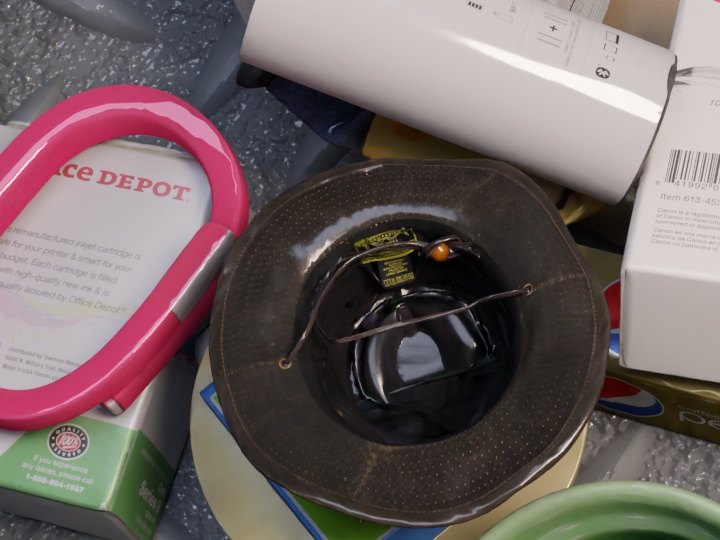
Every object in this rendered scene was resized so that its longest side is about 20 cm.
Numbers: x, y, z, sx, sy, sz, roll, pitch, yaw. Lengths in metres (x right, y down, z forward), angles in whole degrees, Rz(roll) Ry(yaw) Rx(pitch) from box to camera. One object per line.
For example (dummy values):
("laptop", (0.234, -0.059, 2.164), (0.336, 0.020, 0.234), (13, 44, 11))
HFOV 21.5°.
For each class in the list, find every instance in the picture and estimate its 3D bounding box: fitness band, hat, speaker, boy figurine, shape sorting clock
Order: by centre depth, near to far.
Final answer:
("hat", (0.024, 0.044, 0.882), (0.199, 0.081, 0.202), (-5, 54, 7))
("speaker", (0.045, -0.103, 0.904), (0.199, 0.081, 0.082), (21, 71, -2))
("shape sorting clock", (0.014, 0.069, 0.938), (0.198, 0.039, 0.201), (-5, 62, 10))
("boy figurine", (0.035, -0.073, 0.977), (0.199, 0.064, 0.125), (31, 101, 2))
("fitness band", (-0.145, -0.007, 0.984), (0.143, 0.037, 0.200), (32, 74, 25))

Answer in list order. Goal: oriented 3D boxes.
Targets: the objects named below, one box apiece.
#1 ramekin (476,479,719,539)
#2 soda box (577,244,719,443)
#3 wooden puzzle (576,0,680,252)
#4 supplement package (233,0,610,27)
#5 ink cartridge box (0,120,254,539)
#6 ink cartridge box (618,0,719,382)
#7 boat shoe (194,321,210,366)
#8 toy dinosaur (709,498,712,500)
("ramekin", (0.129, 0.199, 0.850), (0.199, 0.098, 0.202), (-6, 76, 24))
("soda box", (0.172, 0.044, 0.965), (0.199, 0.068, 0.064), (14, 69, 18))
("wooden puzzle", (0.176, -0.106, 1.052), (0.184, 0.037, 0.201), (32, 81, 23))
("supplement package", (0.024, -0.219, 1.007), (0.190, 0.200, 0.148), (3, 52, 27))
("ink cartridge box", (-0.157, 0.032, 1.034), (0.144, 0.088, 0.201), (11, 71, 16))
("ink cartridge box", (0.213, -0.045, 0.925), (0.144, 0.085, 0.201), (9, 54, 13))
("boat shoe", (0.000, 0.000, 1.025), (0.199, 0.071, 0.070), (-24, 55, -1))
("toy dinosaur", (0.194, 0.212, 0.904), (0.100, 0.058, 0.202), (-3, 77, 23))
